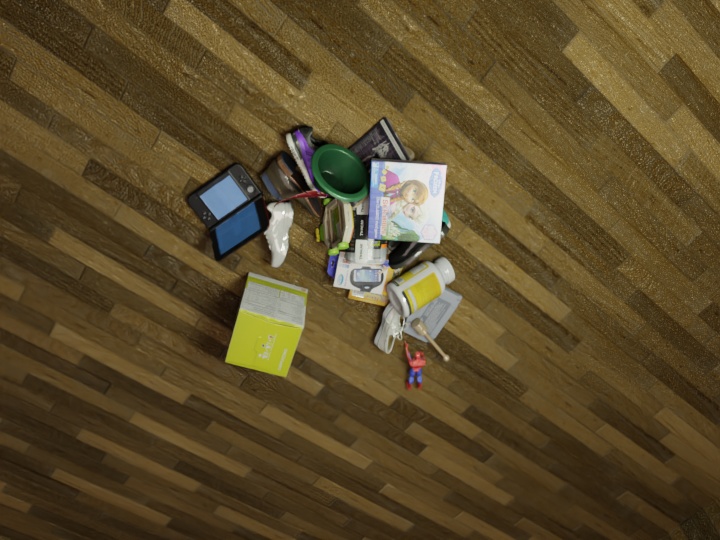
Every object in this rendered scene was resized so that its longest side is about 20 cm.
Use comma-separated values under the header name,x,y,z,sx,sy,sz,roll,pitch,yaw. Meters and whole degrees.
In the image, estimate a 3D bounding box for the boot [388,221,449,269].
name,x,y,z,sx,sy,sz,roll,pitch,yaw
boot,0.125,-0.120,1.544,0.209,0.080,0.159,-37,106,15

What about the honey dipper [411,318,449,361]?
name,x,y,z,sx,sy,sz,roll,pitch,yaw
honey dipper,0.232,0.233,1.829,0.037,0.038,0.201,-32,119,16

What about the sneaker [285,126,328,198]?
name,x,y,z,sx,sy,sz,roll,pitch,yaw
sneaker,-0.116,-0.295,1.524,0.097,0.070,0.204,-24,119,9

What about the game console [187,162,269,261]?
name,x,y,z,sx,sy,sz,roll,pitch,yaw
game console,-0.368,-0.162,1.561,0.196,0.120,0.174,-30,118,14

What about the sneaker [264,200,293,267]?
name,x,y,z,sx,sy,sz,roll,pitch,yaw
sneaker,-0.243,-0.107,1.626,0.084,0.075,0.207,5,112,-13

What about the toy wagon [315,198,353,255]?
name,x,y,z,sx,sy,sz,roll,pitch,yaw
toy wagon,-0.076,-0.127,1.584,0.038,0.161,0.199,-1,168,-26

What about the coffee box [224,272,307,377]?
name,x,y,z,sx,sy,sz,roll,pitch,yaw
coffee box,-0.282,0.164,1.709,0.193,0.200,0.204,16,119,-12

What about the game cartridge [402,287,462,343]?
name,x,y,z,sx,sy,sz,roll,pitch,yaw
game cartridge,0.222,0.132,1.810,0.130,0.041,0.203,23,117,-19

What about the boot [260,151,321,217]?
name,x,y,z,sx,sy,sz,roll,pitch,yaw
boot,-0.192,-0.221,1.571,0.095,0.075,0.203,-25,110,24

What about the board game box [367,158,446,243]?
name,x,y,z,sx,sy,sz,roll,pitch,yaw
board game box,0.118,-0.179,1.456,0.191,0.041,0.208,3,110,3

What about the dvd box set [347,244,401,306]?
name,x,y,z,sx,sy,sz,roll,pitch,yaw
dvd box set,0.051,0.009,1.731,0.141,0.030,0.206,11,119,-9

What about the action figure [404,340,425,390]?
name,x,y,z,sx,sy,sz,roll,pitch,yaw
action figure,0.183,0.312,1.903,0.063,0.102,0.203,-4,143,-3

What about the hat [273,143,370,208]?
name,x,y,z,sx,sy,sz,roll,pitch,yaw
hat,-0.094,-0.219,1.508,0.196,0.169,0.176,31,142,-11

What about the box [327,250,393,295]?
name,x,y,z,sx,sy,sz,roll,pitch,yaw
box,0.000,0.000,1.684,0.192,0.042,0.123,8,119,-9

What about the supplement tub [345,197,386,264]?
name,x,y,z,sx,sy,sz,roll,pitch,yaw
supplement tub,0.017,-0.125,1.571,0.118,0.123,0.208,1,97,-3

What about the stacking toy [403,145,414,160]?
name,x,y,z,sx,sy,sz,roll,pitch,yaw
stacking toy,0.099,-0.238,1.570,0.082,0.087,0.205,2,127,-4

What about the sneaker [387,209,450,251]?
name,x,y,z,sx,sy,sz,roll,pitch,yaw
sneaker,0.156,-0.140,1.617,0.194,0.085,0.123,-24,125,2

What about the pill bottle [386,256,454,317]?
name,x,y,z,sx,sy,sz,roll,pitch,yaw
pill bottle,0.183,0.043,1.683,0.196,0.112,0.115,-30,122,-15

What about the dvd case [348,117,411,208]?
name,x,y,z,sx,sy,sz,roll,pitch,yaw
dvd case,0.026,-0.287,1.505,0.198,0.152,0.016,-37,155,19

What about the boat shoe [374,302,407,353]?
name,x,y,z,sx,sy,sz,roll,pitch,yaw
boat shoe,0.107,0.184,1.791,0.073,0.086,0.207,-17,136,-46
